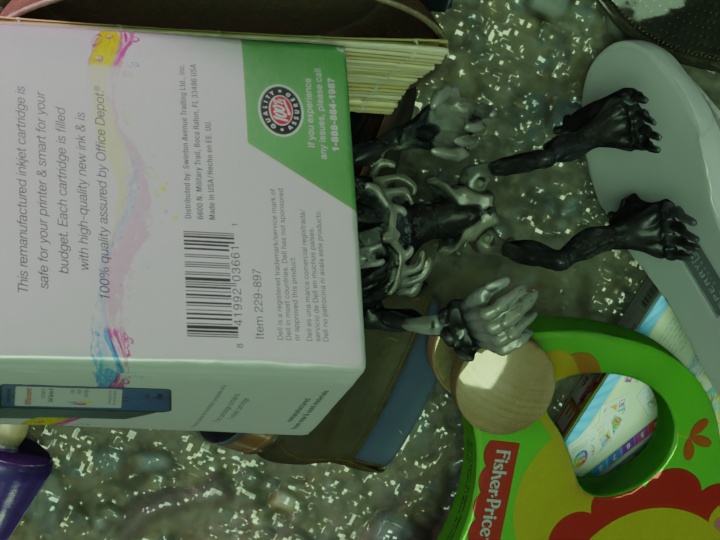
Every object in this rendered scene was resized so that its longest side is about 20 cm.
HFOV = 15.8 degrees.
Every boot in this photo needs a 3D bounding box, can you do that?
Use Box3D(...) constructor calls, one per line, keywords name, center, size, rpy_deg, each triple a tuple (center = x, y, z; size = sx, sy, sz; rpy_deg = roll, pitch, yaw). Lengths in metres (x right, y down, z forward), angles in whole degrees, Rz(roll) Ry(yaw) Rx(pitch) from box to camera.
Box3D(name="boot", center=(0.181, -0.019, 1.216), size=(0.074, 0.096, 0.200), rpy_deg=(-35, 73, 42))
Box3D(name="boot", center=(0.000, 0.000, 1.219), size=(0.097, 0.075, 0.200), rpy_deg=(24, 89, -36))

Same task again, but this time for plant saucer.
Box3D(name="plant saucer", center=(-0.062, -0.107, 1.112), size=(0.200, 0.200, 0.037), rpy_deg=(0, 76, -4))

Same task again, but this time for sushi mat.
Box3D(name="sushi mat", center=(-0.069, -0.086, 1.098), size=(0.200, 0.096, 0.012), rpy_deg=(2, 76, -14))

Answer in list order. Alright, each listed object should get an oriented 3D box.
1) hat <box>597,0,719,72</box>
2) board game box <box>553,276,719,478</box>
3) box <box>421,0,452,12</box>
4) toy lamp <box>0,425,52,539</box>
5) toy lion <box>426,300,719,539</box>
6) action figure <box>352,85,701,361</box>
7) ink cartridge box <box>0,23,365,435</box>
Box3D(name="hat", center=(0.193, -0.177, 1.173), size=(0.200, 0.081, 0.201), rpy_deg=(-1, 104, -5))
Box3D(name="board game box", center=(0.149, 0.114, 1.261), size=(0.134, 0.034, 0.200), rpy_deg=(31, 99, -11))
Box3D(name="box", center=(-0.053, -0.183, 1.103), size=(0.200, 0.148, 0.107), rpy_deg=(0, 76, -5))
Box3D(name="toy lamp", center=(-0.155, 0.033, 1.208), size=(0.058, 0.058, 0.200), rpy_deg=(16, 99, -8))
Box3D(name="toy lion", center=(0.116, 0.124, 1.214), size=(0.191, 0.069, 0.200), rpy_deg=(6, 104, -14))
Box3D(name="action figure", center=(0.044, -0.023, 1.130), size=(0.200, 0.102, 0.119), rpy_deg=(-16, 94, -18))
Box3D(name="ink cartridge box", center=(-0.108, -0.016, 1.037), size=(0.200, 0.088, 0.145), rpy_deg=(3, 69, -17))
